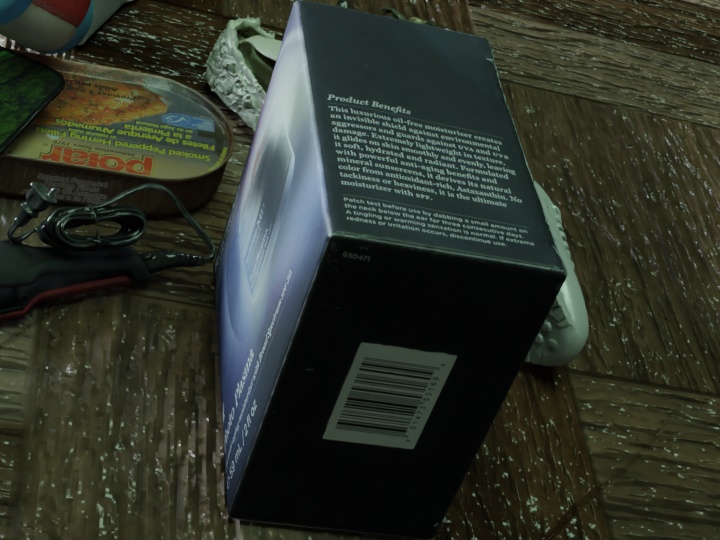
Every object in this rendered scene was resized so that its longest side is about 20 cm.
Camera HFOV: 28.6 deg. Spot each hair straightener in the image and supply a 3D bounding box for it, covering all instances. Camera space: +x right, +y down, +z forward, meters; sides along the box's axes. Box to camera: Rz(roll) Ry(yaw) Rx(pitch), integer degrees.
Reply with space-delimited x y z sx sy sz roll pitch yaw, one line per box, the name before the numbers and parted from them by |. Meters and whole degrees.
hair straightener | -0.167 -0.010 0.777 0.199 0.077 0.041 -7 44 -32

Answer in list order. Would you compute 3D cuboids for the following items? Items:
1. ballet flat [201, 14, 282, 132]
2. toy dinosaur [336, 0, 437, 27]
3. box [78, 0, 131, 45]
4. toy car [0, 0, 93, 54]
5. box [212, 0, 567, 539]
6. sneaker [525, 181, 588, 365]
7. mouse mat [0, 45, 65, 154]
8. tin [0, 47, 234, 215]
ballet flat | -0.035 -0.105 0.966 0.200 0.072 0.072 42 42 21
toy dinosaur | 0.010 -0.160 1.072 0.088 0.048 0.200 26 41 -6
box | -0.239 -0.293 1.033 0.199 0.131 0.199 24 38 2
toy car | -0.219 -0.253 0.856 0.176 0.201 0.184 26 3 0
box | 0.000 0.000 0.751 0.123 0.201 0.199 9 39 -16
sneaker | 0.107 -0.019 0.934 0.080 0.077 0.200 6 41 -35
mouse mat | -0.288 -0.086 0.822 0.160 0.008 0.200 23 48 11
tin | -0.180 -0.087 0.895 0.199 0.042 0.112 9 36 -17
